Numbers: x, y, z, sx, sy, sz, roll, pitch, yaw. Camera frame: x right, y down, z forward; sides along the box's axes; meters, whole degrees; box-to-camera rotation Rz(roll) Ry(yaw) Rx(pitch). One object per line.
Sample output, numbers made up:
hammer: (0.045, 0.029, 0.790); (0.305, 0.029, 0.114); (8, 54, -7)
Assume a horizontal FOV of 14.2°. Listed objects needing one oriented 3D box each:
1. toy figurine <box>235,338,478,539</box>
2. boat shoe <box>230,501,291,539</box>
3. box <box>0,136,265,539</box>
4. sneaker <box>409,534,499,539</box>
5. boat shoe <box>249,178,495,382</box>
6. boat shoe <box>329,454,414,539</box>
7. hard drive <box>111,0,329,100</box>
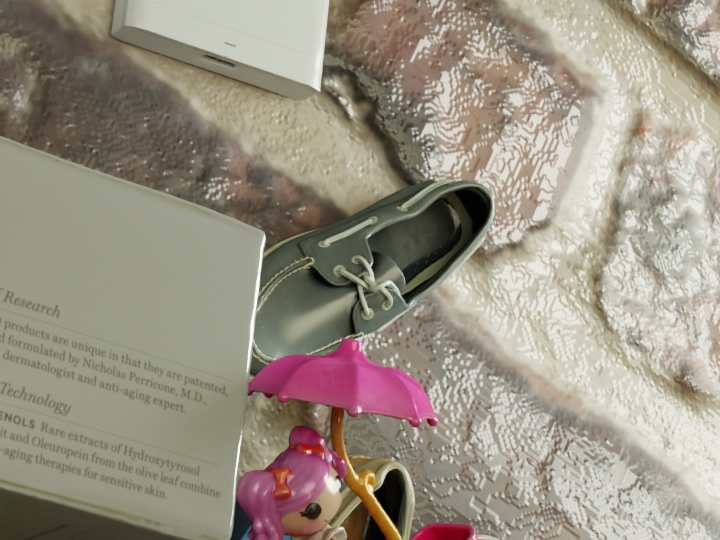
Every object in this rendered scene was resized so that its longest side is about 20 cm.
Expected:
toy figurine: (-0.011, 0.132, 1.453); (0.200, 0.150, 0.184); (-41, 117, -37)
boat shoe: (-0.107, 0.193, 1.536); (0.200, 0.069, 0.084); (-46, 137, -47)
box: (-0.186, 0.052, 1.442); (0.200, 0.199, 0.171); (18, 66, -31)
sneaker: (0.075, 0.222, 1.648); (0.074, 0.087, 0.200); (-31, 117, -13)
boat shoe: (0.000, 0.000, 1.668); (0.200, 0.062, 0.073); (-31, 95, -36)
boat shoe: (-0.024, 0.191, 1.591); (0.075, 0.068, 0.200); (28, 62, -25)
hard drive: (-0.074, -0.213, 1.705); (0.132, 0.026, 0.200); (17, 68, -29)
